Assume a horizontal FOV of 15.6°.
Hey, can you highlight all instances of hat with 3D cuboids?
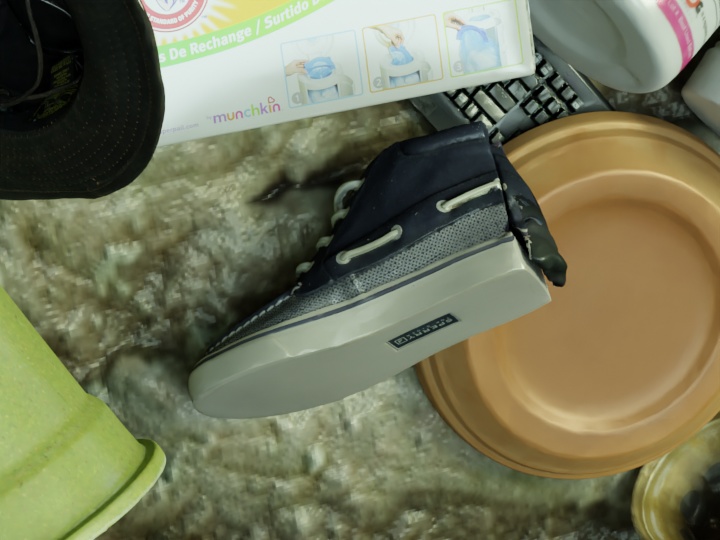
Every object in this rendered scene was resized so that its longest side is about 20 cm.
[{"bbox_3d":[-0.151,-0.128,1.120,0.201,0.200,0.081,57,47,-22],"label":"hat"}]

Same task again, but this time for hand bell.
[{"bbox_3d":[0.238,0.173,1.434,0.104,0.104,0.200,-42,124,-6],"label":"hand bell"}]

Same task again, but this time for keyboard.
[{"bbox_3d":[0.073,-0.127,1.325,0.127,0.021,0.200,-46,114,-4],"label":"keyboard"}]

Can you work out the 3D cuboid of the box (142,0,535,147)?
[{"bbox_3d":[-0.032,-0.131,1.224,0.200,0.113,0.102,-11,107,-9],"label":"box"}]

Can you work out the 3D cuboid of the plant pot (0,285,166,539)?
[{"bbox_3d":[-0.220,0.057,1.185,0.200,0.200,0.184,-32,99,-11],"label":"plant pot"}]

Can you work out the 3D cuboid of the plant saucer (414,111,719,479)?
[{"bbox_3d":[0.124,0.019,1.358,0.200,0.037,0.201,-5,110,-14],"label":"plant saucer"}]

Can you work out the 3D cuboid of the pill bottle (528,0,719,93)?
[{"bbox_3d":[0.163,-0.193,1.282,0.200,0.113,0.113,-49,114,-15],"label":"pill bottle"}]

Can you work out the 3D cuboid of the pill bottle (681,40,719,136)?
[{"bbox_3d":[0.260,-0.143,1.338,0.114,0.114,0.200,37,88,-24],"label":"pill bottle"}]

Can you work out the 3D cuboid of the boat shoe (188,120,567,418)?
[{"bbox_3d":[0.000,0.000,1.304,0.200,0.093,0.075,-22,153,12],"label":"boat shoe"}]
